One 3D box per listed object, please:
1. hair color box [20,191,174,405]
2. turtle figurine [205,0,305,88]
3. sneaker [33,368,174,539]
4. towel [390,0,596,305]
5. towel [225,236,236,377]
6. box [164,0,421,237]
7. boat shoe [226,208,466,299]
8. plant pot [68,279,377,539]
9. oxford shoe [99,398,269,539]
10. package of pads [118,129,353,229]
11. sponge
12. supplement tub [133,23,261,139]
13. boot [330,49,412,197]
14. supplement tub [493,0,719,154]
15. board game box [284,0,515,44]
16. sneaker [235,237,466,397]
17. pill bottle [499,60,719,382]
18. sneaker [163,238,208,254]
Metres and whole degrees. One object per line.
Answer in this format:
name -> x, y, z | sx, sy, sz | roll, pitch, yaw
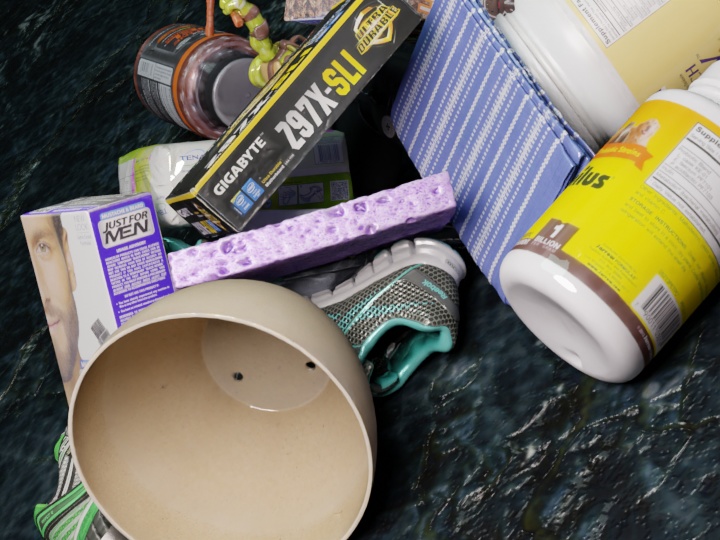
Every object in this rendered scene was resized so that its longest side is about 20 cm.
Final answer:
hair color box -> -0.187, 0.045, 1.423 | 0.065, 0.201, 0.109 | -18, 10, -36
turtle figurine -> -0.053, -0.156, 1.585 | 0.064, 0.201, 0.161 | -31, 26, -18
sneaker -> -0.176, 0.118, 1.337 | 0.085, 0.078, 0.201 | 27, 92, 21
towel -> 0.088, -0.092, 1.298 | 0.200, 0.024, 0.145 | 60, 143, 34
towel -> -0.098, 0.023, 1.546 | 0.143, 0.023, 0.200 | -13, 37, 43
box -> -0.051, -0.113, 1.327 | 0.200, 0.049, 0.160 | -50, 11, -8
boat shoe -> 0.000, 0.000, 1.388 | 0.199, 0.091, 0.071 | -4, -9, 8
plant pot -> -0.076, 0.084, 1.232 | 0.200, 0.201, 0.135 | -27, 19, 25
oxford shoe -> -0.133, 0.184, 1.305 | 0.200, 0.071, 0.071 | -52, 1, -25
package of pads -> -0.109, -0.073, 1.503 | 0.154, 0.069, 0.200 | -7, 2, -19
sponge -> -0.036, -0.020, 1.288 | 0.199, 0.030, 0.112 | -16, -5, -5
supplement tub -> -0.148, -0.187, 1.855 | 0.107, 0.107, 0.200 | -45, 26, -11
boot -> 0.055, -0.094, 1.446 | 0.066, 0.165, 0.200 | -39, 45, -26
supplement tub -> 0.201, -0.182, 1.325 | 0.200, 0.146, 0.146 | -37, 26, 7
board game box -> 0.065, -0.240, 1.526 | 0.159, 0.199, 0.097 | 8, 92, 57
sneaker -> -0.010, 0.058, 1.315 | 0.200, 0.078, 0.091 | -36, 35, 22
pill bottle -> 0.186, -0.035, 1.151 | 0.200, 0.109, 0.109 | -47, 26, -15
sneaker -> -0.152, 0.010, 1.490 | 0.200, 0.091, 0.078 | -5, 41, 50
